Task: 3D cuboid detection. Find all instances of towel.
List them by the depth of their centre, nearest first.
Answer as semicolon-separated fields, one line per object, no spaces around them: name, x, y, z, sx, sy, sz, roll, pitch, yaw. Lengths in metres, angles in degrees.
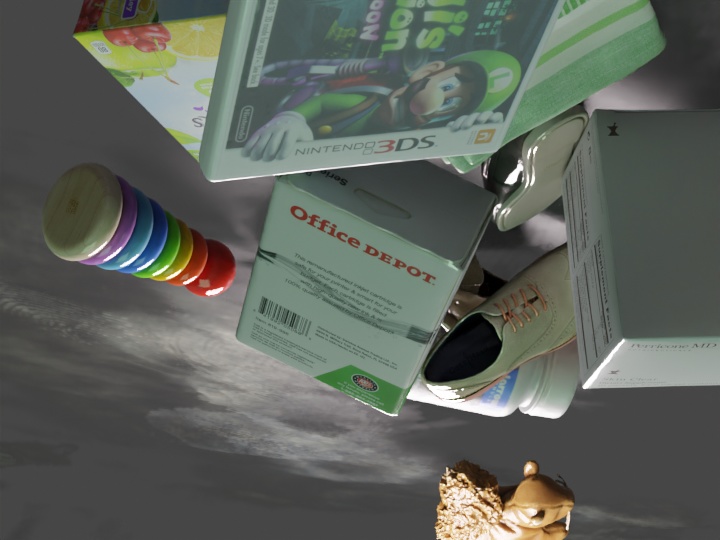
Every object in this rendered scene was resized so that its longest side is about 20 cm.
towel;0.080;-0.140;0.715;0.152;0.023;0.200;-30;146;11

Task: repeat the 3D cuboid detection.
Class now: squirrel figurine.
squirrel figurine;0.208;0.346;1.856;0.200;0.142;0.187;11;153;-12

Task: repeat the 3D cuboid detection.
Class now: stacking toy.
stacking toy;-0.183;-0.026;1.147;0.085;0.086;0.200;-6;162;34

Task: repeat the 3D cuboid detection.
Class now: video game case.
video game case;0.019;-0.126;0.657;0.181;0.023;0.200;-8;144;-23

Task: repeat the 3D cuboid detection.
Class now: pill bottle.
pill bottle;0.100;0.075;1.224;0.200;0.114;0.114;12;159;-8

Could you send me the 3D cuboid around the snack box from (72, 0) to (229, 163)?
snack box;-0.046;-0.134;0.807;0.200;0.068;0.169;0;155;25

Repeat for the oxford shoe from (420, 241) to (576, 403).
oxford shoe;0.133;0.040;1.051;0.071;0.200;0.074;49;-174;15

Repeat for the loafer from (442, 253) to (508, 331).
loafer;0.064;-0.005;1.101;0.067;0.076;0.200;-40;129;18

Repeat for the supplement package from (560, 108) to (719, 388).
supplement package;0.244;-0.013;0.834;0.200;0.156;0.111;-1;159;-3

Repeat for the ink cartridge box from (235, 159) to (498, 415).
ink cartridge box;0.000;0.000;0.961;0.146;0.083;0.200;27;141;4

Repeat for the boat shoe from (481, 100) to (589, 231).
boat shoe;0.117;-0.087;0.902;0.067;0.057;0.200;-26;164;-8
